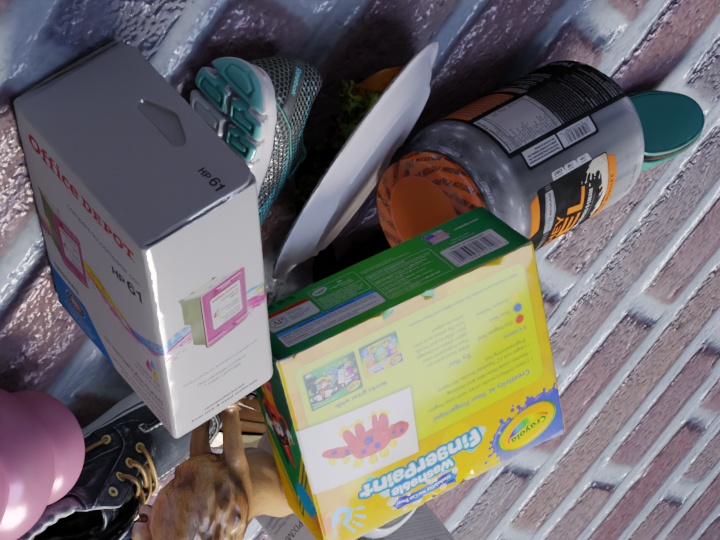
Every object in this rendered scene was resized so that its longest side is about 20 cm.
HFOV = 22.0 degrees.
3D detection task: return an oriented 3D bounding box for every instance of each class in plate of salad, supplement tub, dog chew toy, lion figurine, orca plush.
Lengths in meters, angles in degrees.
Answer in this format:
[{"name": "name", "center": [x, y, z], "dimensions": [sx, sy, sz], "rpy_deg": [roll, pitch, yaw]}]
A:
[{"name": "plate of salad", "center": [-0.011, -0.081, 1.294], "dimensions": [0.201, 0.048, 0.200], "rpy_deg": [-55, 176, -5]}, {"name": "supplement tub", "center": [0.113, -0.073, 1.401], "dimensions": [0.200, 0.122, 0.123], "rpy_deg": [-29, 147, -38]}, {"name": "dog chew toy", "center": [-0.253, 0.128, 1.184], "dimensions": [0.200, 0.124, 0.125], "rpy_deg": [-15, 139, -55]}, {"name": "lion figurine", "center": [-0.079, 0.150, 1.326], "dimensions": [0.199, 0.072, 0.123], "rpy_deg": [-2, 88, -51]}, {"name": "orca plush", "center": [0.000, 0.000, 1.413], "dimensions": [0.200, 0.105, 0.071], "rpy_deg": [-45, 113, -24]}]

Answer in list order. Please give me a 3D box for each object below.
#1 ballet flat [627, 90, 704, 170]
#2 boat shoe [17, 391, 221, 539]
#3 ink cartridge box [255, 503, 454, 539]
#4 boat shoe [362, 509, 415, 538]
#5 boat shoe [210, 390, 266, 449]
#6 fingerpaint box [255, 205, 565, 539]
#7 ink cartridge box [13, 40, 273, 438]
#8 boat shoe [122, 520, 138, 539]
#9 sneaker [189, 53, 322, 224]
[{"name": "ballet flat", "center": [0.210, -0.103, 1.587], "dimensions": [0.199, 0.068, 0.070], "rpy_deg": [-23, 168, -37]}, {"name": "boat shoe", "center": [-0.169, 0.149, 1.311], "dimensions": [0.199, 0.091, 0.071], "rpy_deg": [-25, 126, -23]}, {"name": "ink cartridge box", "center": [0.003, 0.222, 1.553], "dimensions": [0.162, 0.200, 0.057], "rpy_deg": [-1, 137, -53]}, {"name": "boat shoe", "center": [0.019, 0.159, 1.557], "dimensions": [0.067, 0.073, 0.200], "rpy_deg": [-47, -170, 39]}, {"name": "boat shoe", "center": [-0.051, 0.097, 1.459], "dimensions": [0.199, 0.072, 0.068], "rpy_deg": [-4, 131, -52]}, {"name": "fingerpaint box", "center": [0.031, 0.074, 1.287], "dimensions": [0.199, 0.073, 0.168], "rpy_deg": [-25, 123, -17]}, {"name": "ink cartridge box", "center": [-0.130, -0.017, 1.135], "dimensions": [0.084, 0.145, 0.201], "rpy_deg": [-32, 148, -23]}, {"name": "boat shoe", "center": [-0.202, 0.225, 1.419], "dimensions": [0.084, 0.069, 0.200], "rpy_deg": [-50, 152, 6]}, {"name": "sneaker", "center": [-0.074, -0.061, 1.236], "dimensions": [0.091, 0.078, 0.201], "rpy_deg": [-28, 151, -44]}]
